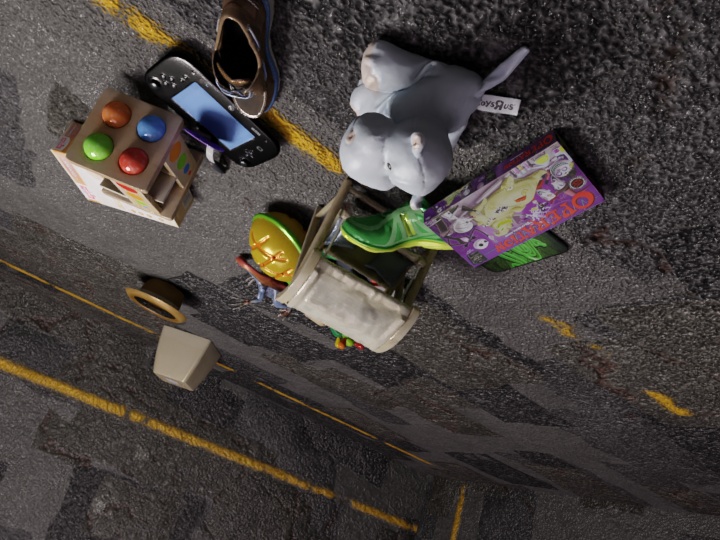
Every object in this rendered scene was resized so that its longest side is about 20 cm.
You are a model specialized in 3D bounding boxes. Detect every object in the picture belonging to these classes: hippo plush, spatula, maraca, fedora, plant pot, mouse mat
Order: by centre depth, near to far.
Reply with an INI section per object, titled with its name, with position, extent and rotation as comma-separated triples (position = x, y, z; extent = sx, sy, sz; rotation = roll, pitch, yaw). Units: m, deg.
[hippo plush]
position = 0.064, -0.141, 0.589
extent = 0.199, 0.161, 0.160
rotation = 12, 153, 15
[spatula]
position = -0.232, -0.180, 0.821
extent = 0.056, 0.021, 0.200
rotation = 33, 172, -3
[mouse mat]
position = 0.201, -0.060, 0.828
extent = 0.200, 0.008, 0.161
rotation = 31, 152, -23
[maraca]
position = -0.141, -0.027, 0.999
extent = 0.137, 0.107, 0.201
rotation = 24, 147, 39
[fedora]
position = -0.597, 0.081, 1.578
extent = 0.200, 0.082, 0.201
rotation = 21, 155, 10
[plant pot]
position = -0.692, 0.356, 2.069
extent = 0.199, 0.178, 0.200
rotation = 16, 154, 6

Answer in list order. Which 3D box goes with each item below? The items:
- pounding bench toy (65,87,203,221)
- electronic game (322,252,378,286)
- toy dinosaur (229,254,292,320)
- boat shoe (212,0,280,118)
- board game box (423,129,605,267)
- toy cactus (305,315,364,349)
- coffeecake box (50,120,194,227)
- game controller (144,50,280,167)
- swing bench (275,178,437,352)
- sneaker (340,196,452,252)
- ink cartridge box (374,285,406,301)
[pounding bench toy]
position = -0.374, -0.189, 0.810
extent = 0.199, 0.125, 0.156
rotation = 22, 167, 2
[electronic game]
position = -0.040, 0.007, 1.087
extent = 0.199, 0.042, 0.200
rotation = 16, 154, 8
[toy dinosaur]
position = -0.215, 0.026, 1.254
extent = 0.199, 0.105, 0.182
rotation = -19, 135, -4
[boat shoe]
position = -0.144, -0.247, 0.631
extent = 0.072, 0.073, 0.200
rotation = 18, 154, 3
[board game box]
position = 0.196, -0.084, 0.692
extent = 0.120, 0.032, 0.200
rotation = 32, 133, -32
[toy cactus]
position = -0.065, 0.139, 1.322
extent = 0.164, 0.103, 0.200
rotation = 21, 165, 21
[coffeecake box]
position = -0.431, -0.174, 0.976
extent = 0.199, 0.073, 0.154
rotation = 17, 154, 6
[game controller]
position = -0.206, -0.223, 0.753
extent = 0.104, 0.042, 0.200
rotation = 0, 149, 46
[swing bench]
position = 0.000, 0.000, 0.861
extent = 0.198, 0.201, 0.130
rotation = 29, 153, -18
[sneaker]
position = 0.068, -0.075, 0.774
extent = 0.199, 0.074, 0.084
rotation = -3, 121, -9
[ink cartridge box]
position = -0.002, 0.060, 1.095
extent = 0.199, 0.037, 0.095
rotation = 7, 156, 14
